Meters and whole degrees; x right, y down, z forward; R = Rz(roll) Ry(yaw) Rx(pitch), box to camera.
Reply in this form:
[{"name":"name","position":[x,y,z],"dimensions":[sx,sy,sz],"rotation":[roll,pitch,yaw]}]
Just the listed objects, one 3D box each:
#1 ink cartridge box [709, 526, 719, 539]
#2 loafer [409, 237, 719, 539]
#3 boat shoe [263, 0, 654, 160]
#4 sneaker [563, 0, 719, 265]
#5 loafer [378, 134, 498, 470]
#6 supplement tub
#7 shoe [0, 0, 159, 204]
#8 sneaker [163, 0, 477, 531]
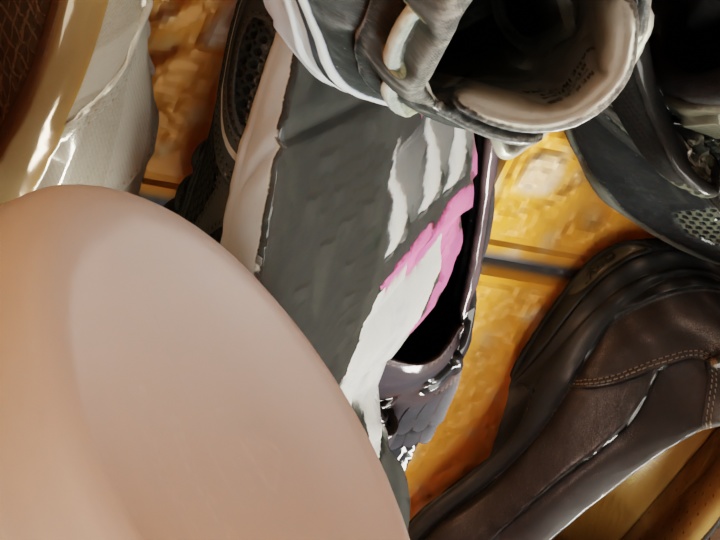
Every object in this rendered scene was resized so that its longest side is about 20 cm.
[{"name":"ink cartridge box","position":[0.139,0.154,0.886],"dimensions":[0.083,0.144,0.201],"rotation":[16,115,-33]},{"name":"loafer","position":[0.059,0.089,0.846],"dimensions":[0.072,0.072,0.201],"rotation":[7,121,-32]},{"name":"boat shoe","position":[0.021,-0.054,0.565],"dimensions":[0.072,0.071,0.200],"rotation":[-45,166,7]},{"name":"sneaker","position":[0.097,-0.042,0.741],"dimensions":[0.076,0.114,0.200],"rotation":[-34,137,0]},{"name":"loafer","position":[0.000,0.000,0.755],"dimensions":[0.072,0.063,0.201],"rotation":[-9,127,-24]},{"name":"supplement tub","position":[-0.101,0.087,0.610],"dimensions":[0.200,0.145,0.145],"rotation":[-31,135,21]},{"name":"shoe","position":[-0.088,-0.028,0.691],"dimensions":[0.053,0.070,0.201],"rotation":[-7,125,-49]},{"name":"sneaker","position":[-0.035,0.010,0.704],"dimensions":[0.080,0.086,0.201],"rotation":[-21,130,-47]}]
